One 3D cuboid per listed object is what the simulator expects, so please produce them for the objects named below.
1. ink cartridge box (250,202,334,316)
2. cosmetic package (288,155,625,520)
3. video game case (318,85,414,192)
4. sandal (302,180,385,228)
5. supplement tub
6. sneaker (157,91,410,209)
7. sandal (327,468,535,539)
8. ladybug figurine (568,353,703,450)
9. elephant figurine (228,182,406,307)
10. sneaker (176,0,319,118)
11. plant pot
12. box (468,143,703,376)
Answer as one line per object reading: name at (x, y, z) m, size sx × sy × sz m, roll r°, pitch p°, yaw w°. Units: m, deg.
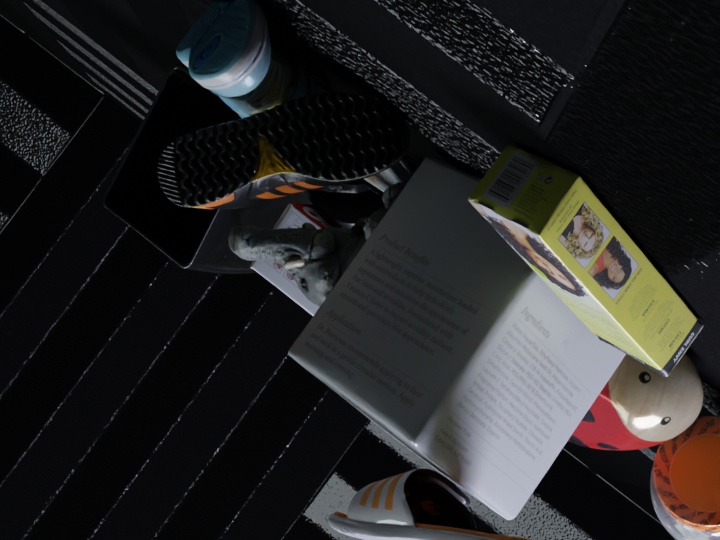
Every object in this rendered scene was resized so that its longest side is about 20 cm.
ink cartridge box at (0.010, 0.019, 1.387) m, size 0.199 × 0.084 × 0.175 m, roll 37°, pitch -168°, yaw 13°
cosmetic package at (0.087, 0.052, 1.041) m, size 0.164 × 0.201 × 0.165 m, roll 31°, pitch 172°, yaw 45°
video game case at (-0.030, -0.135, 1.236) m, size 0.199 × 0.023 × 0.182 m, roll 35°, pitch 175°, yaw 33°
sandal at (-0.026, -0.094, 1.353) m, size 0.199 × 0.076 × 0.043 m, roll 33°, pitch 148°, yaw 40°
supplement tub at (0.333, 0.206, 1.185) m, size 0.122 × 0.123 × 0.200 m, roll 34°, pitch 174°, yaw 34°
sneaker at (-0.060, -0.093, 1.045) m, size 0.090 × 0.197 × 0.071 m, roll 110°, pitch 148°, yaw -88°
sandal at (0.061, 0.181, 0.985) m, size 0.079 × 0.060 × 0.205 m, roll 20°, pitch 163°, yaw -38°
ladybug figurine at (0.202, 0.101, 1.127) m, size 0.137 × 0.072 × 0.199 m, roll 58°, pitch 151°, yaw -12°
elephant figurine at (0.000, 0.000, 1.215) m, size 0.199 × 0.141 × 0.157 m, roll -21°, pitch 85°, yaw 45°
sneaker at (-0.075, -0.153, 1.065) m, size 0.130 × 0.080 × 0.200 m, roll 41°, pitch -176°, yaw -21°
plant pot at (-0.166, -0.109, 1.640) m, size 0.199 × 0.202 × 0.177 m, roll 33°, pitch -173°, yaw 39°
box at (0.157, -0.003, 0.897) m, size 0.200 × 0.050 × 0.075 m, roll 41°, pitch 175°, yaw -40°
